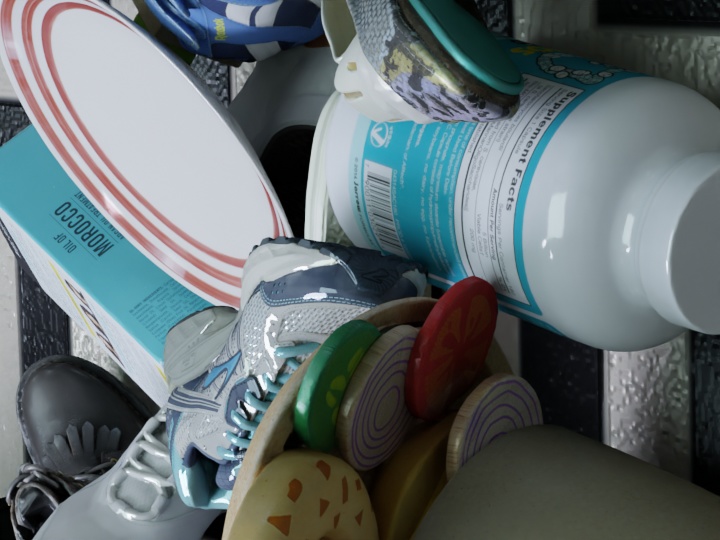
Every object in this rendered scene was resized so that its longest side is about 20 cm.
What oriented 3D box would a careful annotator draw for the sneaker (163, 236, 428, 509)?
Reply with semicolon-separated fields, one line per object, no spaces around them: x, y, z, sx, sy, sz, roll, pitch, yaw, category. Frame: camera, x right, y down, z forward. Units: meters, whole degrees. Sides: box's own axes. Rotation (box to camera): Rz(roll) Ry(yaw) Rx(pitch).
-0.028;0.050;1.202;0.200;0.077;0.087;137;141;-60;sneaker

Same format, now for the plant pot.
0.137;0.171;1.096;0.199;0.187;0.189;12;106;36;plant pot

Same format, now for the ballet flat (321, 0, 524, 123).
0.018;-0.098;1.151;0.201;0.071;0.072;-107;29;-56;ballet flat

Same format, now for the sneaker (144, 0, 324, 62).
-0.065;-0.131;1.216;0.082;0.200;0.074;-25;72;16;sneaker

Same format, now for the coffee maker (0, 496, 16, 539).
-0.234;0.198;1.548;0.192;0.199;0.136;-37;69;52;coffee maker

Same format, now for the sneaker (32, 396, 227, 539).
-0.085;0.090;1.325;0.074;0.200;0.087;34;142;23;sneaker

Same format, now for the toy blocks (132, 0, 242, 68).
-0.063;-0.199;1.342;0.201;0.099;0.137;-57;38;22;toy blocks

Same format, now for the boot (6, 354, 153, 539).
-0.138;0.117;1.434;0.069;0.174;0.201;-32;73;5;boot

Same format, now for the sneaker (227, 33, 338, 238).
-0.034;-0.062;1.366;0.200;0.072;0.085;-34;36;58;sneaker

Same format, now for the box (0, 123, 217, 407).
-0.123;0.008;1.463;0.200;0.049;0.083;41;163;41;box

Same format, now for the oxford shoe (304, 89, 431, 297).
0.000;0.000;1.282;0.058;0.075;0.201;36;143;45;oxford shoe

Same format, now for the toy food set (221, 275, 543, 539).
0.015;0.103;1.123;0.048;0.200;0.199;12;63;37;toy food set

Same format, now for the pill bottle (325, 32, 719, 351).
0.083;-0.032;1.162;0.199;0.110;0.112;22;113;49;pill bottle

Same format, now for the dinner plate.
-0.094;-0.060;1.304;0.200;0.024;0.201;39;158;19;dinner plate
